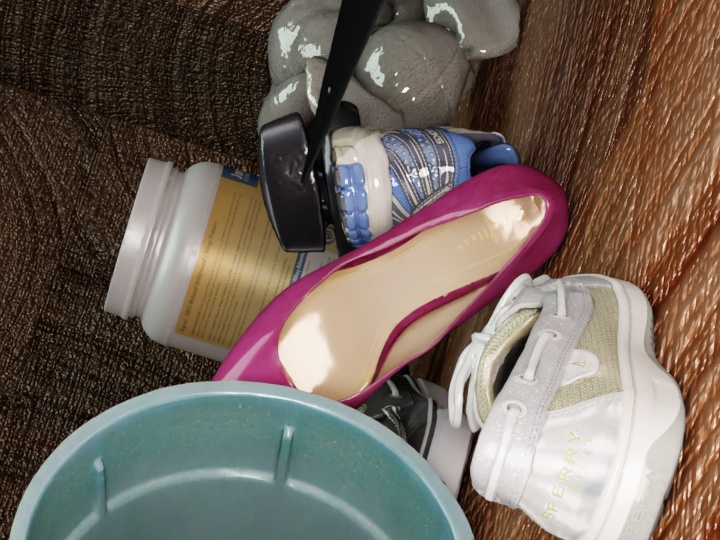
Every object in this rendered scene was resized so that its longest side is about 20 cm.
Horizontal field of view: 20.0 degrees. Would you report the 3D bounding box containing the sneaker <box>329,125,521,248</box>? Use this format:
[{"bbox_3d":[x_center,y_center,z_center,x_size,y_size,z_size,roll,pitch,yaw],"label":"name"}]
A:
[{"bbox_3d":[0.048,-0.036,1.085,0.200,0.084,0.078,9,-107,-76],"label":"sneaker"}]

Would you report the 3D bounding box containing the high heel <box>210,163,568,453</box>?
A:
[{"bbox_3d":[0.005,0.017,0.921,0.200,0.068,0.096,-40,-1,1],"label":"high heel"}]

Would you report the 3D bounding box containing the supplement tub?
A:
[{"bbox_3d":[-0.085,0.002,1.568,0.145,0.198,0.146,-163,90,-84],"label":"supplement tub"}]

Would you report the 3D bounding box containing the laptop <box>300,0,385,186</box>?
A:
[{"bbox_3d":[0.062,-0.154,1.002,0.188,0.198,0.117,-80,-22,-50],"label":"laptop"}]

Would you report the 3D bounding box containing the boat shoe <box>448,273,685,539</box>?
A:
[{"bbox_3d":[0.062,0.041,0.705,0.202,0.064,0.075,-93,21,-74],"label":"boat shoe"}]

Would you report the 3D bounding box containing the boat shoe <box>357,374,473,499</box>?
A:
[{"bbox_3d":[0.011,0.091,1.026,0.200,0.070,0.073,-126,54,-82],"label":"boat shoe"}]

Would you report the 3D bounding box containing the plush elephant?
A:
[{"bbox_3d":[0.019,-0.115,1.275,0.155,0.164,0.201,44,161,44],"label":"plush elephant"}]

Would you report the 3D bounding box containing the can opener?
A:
[{"bbox_3d":[0.000,0.000,1.179,0.063,0.078,0.202,-63,-41,-70],"label":"can opener"}]

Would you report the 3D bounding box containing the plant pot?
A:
[{"bbox_3d":[-0.061,0.189,0.918,0.201,0.198,0.197,-79,1,-45],"label":"plant pot"}]
